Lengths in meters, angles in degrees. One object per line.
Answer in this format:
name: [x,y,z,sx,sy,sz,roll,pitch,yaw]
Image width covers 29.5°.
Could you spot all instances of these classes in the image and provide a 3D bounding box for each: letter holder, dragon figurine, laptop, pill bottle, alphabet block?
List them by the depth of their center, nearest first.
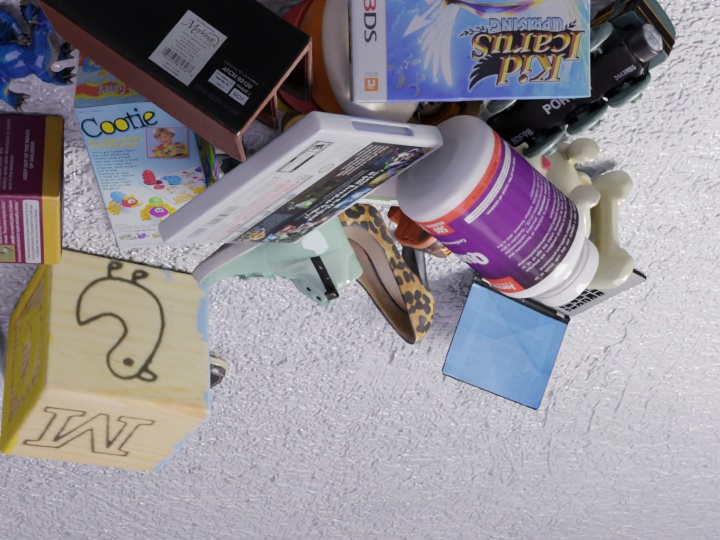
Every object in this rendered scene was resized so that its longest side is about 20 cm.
letter holder: [-0.147,-0.181,1.128,0.200,0.101,0.142,35,168,7]
dragon figurine: [-0.325,-0.197,1.235,0.199,0.059,0.099,-18,147,21]
pill bottle: [0.135,-0.050,1.300,0.112,0.113,0.200,-29,126,36]
alphabet block: [-0.306,0.113,1.636,0.199,0.196,0.196,11,145,-25]
laptop: [0.228,0.065,1.690,0.187,0.116,0.200,23,140,-39]

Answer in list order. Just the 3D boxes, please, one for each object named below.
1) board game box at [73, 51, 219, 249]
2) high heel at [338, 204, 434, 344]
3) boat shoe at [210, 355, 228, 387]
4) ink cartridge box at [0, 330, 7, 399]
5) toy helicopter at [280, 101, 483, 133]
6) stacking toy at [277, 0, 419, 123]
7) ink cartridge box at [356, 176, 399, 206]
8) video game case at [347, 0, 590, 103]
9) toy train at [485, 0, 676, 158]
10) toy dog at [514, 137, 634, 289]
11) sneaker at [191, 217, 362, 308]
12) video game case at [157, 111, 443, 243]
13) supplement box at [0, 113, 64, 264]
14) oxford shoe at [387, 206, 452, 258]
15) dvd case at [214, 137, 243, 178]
board game box: [-0.199,-0.125,1.305,0.104,0.103,0.200,-4,142,0]
high heel: [0.000,0.000,1.525,0.199,0.143,0.071,17,145,-32]
boat shoe: [-0.257,0.175,1.869,0.200,0.065,0.072,-26,142,31]
ink cartridge box: [-0.554,0.108,1.750,0.199,0.057,0.163,6,150,0]
toy helicopter: [0.020,-0.160,1.317,0.199,0.079,0.133,-12,133,-1]
stacking toy: [-0.052,-0.189,1.249,0.199,0.147,0.146,-3,155,37]
ink cartridge box: [-0.038,-0.095,1.379,0.199,0.048,0.146,4,-172,-10]
video game case: [0.088,-0.230,1.121,0.199,0.182,0.045,-2,-170,-3]
toy train: [0.203,-0.182,1.272,0.085,0.114,0.200,48,134,-13]
toy dog: [0.176,-0.080,1.446,0.193,0.140,0.200,-4,154,38]
sneaker: [-0.091,0.005,1.497,0.200,0.074,0.118,-23,105,35]
video game case: [-0.052,-0.077,1.210,0.200,0.023,0.182,-32,162,33]
supplement box: [-0.400,-0.083,1.377,0.199,0.104,0.131,2,149,-12]
oxford shoe: [0.080,-0.048,1.425,0.073,0.200,0.071,39,99,-11]
dvd case: [-0.193,-0.090,1.470,0.145,0.022,0.200,-3,150,-2]
